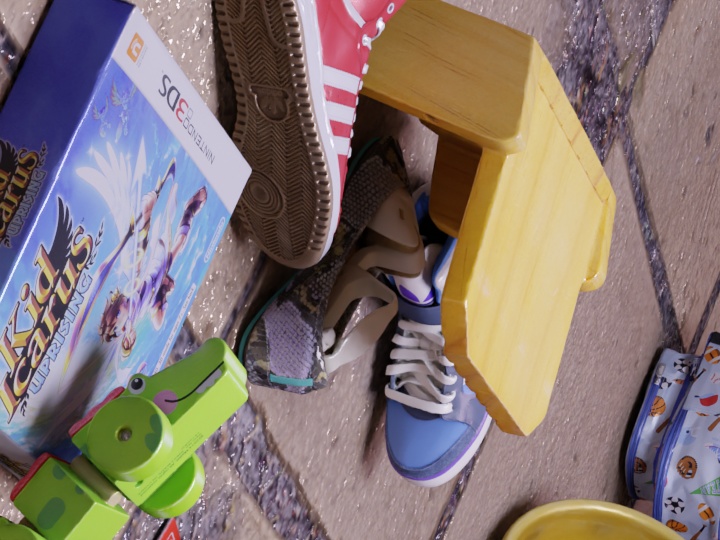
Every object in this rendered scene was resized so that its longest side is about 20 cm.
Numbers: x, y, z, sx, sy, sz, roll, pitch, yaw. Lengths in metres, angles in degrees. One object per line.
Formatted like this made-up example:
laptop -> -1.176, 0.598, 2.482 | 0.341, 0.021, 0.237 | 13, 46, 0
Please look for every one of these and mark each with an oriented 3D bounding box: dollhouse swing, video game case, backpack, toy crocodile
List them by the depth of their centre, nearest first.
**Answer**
toy crocodile -> -0.131, 0.106, 1.125 | 0.200, 0.062, 0.068 | -46, 153, -3
video game case -> -0.133, -0.005, 1.157 | 0.201, 0.045, 0.181 | -67, 157, -16
dollhouse swing -> 0.046, -0.031, 1.412 | 0.176, 0.181, 0.200 | -59, 152, -12
backpack -> 0.331, 0.174, 2.281 | 0.200, 0.154, 0.191 | 66, 36, -50

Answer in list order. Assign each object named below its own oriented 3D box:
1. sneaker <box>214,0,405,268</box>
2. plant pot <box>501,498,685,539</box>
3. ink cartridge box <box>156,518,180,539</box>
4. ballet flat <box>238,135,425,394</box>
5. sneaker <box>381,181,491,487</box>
sneaker -> -0.022, -0.105, 1.323 | 0.112, 0.071, 0.201 | -46, 144, -44
plant pot -> 0.180, 0.323, 1.982 | 0.201, 0.200, 0.189 | -46, 160, -50
ink cartridge box -> -0.117, 0.269, 1.396 | 0.174, 0.043, 0.200 | -57, 153, -33
ballet flat -> 0.000, 0.000, 1.455 | 0.201, 0.072, 0.072 | -58, 154, -36
sneaker -> 0.040, 0.036, 1.581 | 0.146, 0.080, 0.201 | 24, 86, -60
